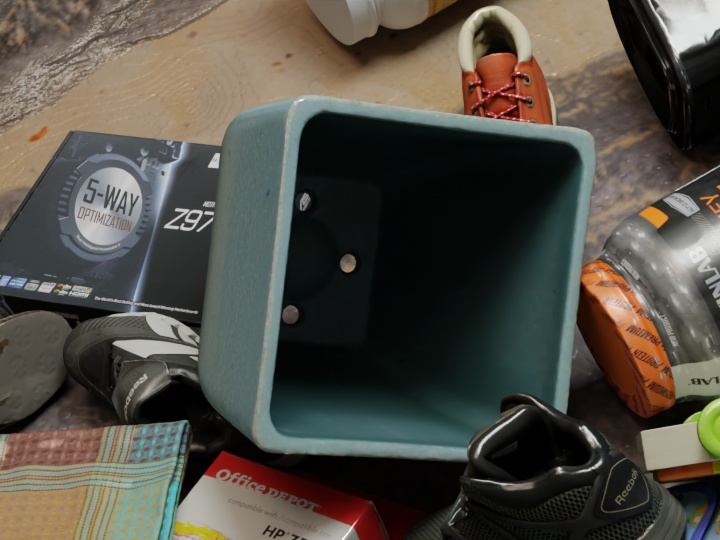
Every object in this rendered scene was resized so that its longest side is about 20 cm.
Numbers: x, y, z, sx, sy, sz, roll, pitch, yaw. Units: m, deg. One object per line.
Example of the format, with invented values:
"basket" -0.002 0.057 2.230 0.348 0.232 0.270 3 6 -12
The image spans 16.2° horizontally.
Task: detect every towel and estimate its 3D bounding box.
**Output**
"towel" -0.179 0.165 1.456 0.146 0.022 0.201 -5 42 13

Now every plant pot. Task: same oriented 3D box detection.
"plant pot" 0.000 0.000 1.506 0.195 0.198 0.200 5 3 -24

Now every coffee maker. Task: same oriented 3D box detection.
"coffee maker" 0.279 -0.165 1.639 0.199 0.135 0.192 -25 43 -3

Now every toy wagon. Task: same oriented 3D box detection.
"toy wagon" 0.252 0.086 1.389 0.199 0.155 0.040 -7 84 3

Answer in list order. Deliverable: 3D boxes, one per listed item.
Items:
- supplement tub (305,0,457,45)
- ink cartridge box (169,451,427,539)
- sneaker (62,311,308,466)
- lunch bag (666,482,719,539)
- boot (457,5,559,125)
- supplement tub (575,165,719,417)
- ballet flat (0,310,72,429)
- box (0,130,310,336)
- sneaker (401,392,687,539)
"supplement tub" 0.047 -0.264 1.825 0.199 0.145 0.145 -31 43 -11
"ink cartridge box" -0.061 0.181 1.464 0.116 0.067 0.200 15 52 33
"sneaker" -0.125 0.073 1.579 0.199 0.067 0.090 21 15 35
"lunch bag" 0.177 0.188 1.363 0.199 0.094 0.151 -5 44 37
"boot" 0.094 -0.082 1.648 0.075 0.108 0.201 -11 45 7
"supplement tub" 0.230 -0.002 1.498 0.199 0.123 0.123 -30 43 -9
"ballet flat" -0.269 0.096 1.648 0.200 0.067 0.046 -43 16 -18
"box" -0.145 -0.018 1.721 0.199 0.044 0.161 8 50 28
"sneaker" 0.077 0.123 1.401 0.199 0.114 0.076 -14 34 51
